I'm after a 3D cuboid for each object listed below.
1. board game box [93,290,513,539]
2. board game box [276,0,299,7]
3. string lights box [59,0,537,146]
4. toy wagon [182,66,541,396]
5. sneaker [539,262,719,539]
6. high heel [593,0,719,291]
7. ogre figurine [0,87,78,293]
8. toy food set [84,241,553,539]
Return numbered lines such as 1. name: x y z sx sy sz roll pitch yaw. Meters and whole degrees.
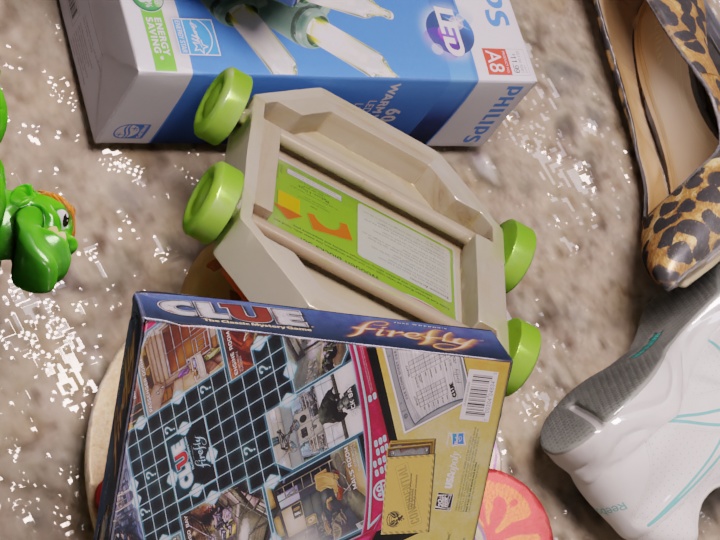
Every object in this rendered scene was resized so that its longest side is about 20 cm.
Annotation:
1. board game box: -0.031 0.113 0.869 0.135 0.201 0.035 7 17 -13
2. board game box: -0.093 -0.190 1.035 0.199 0.035 0.135 24 33 6
3. string lights box: -0.030 -0.113 1.073 0.199 0.059 0.103 -2 61 -30
4. toy wagon: 0.000 0.000 0.962 0.155 0.040 0.200 27 33 -18
5. sneaker: 0.160 0.052 1.092 0.200 0.070 0.080 -42 103 -35
6. high heel: 0.133 -0.077 1.130 0.143 0.071 0.200 46 36 -7
7. ogre figurine: -0.162 -0.003 0.874 0.098 0.201 0.120 -3 36 13
8. toy food set: -0.016 0.087 0.979 0.198 0.049 0.200 40 52 -4
